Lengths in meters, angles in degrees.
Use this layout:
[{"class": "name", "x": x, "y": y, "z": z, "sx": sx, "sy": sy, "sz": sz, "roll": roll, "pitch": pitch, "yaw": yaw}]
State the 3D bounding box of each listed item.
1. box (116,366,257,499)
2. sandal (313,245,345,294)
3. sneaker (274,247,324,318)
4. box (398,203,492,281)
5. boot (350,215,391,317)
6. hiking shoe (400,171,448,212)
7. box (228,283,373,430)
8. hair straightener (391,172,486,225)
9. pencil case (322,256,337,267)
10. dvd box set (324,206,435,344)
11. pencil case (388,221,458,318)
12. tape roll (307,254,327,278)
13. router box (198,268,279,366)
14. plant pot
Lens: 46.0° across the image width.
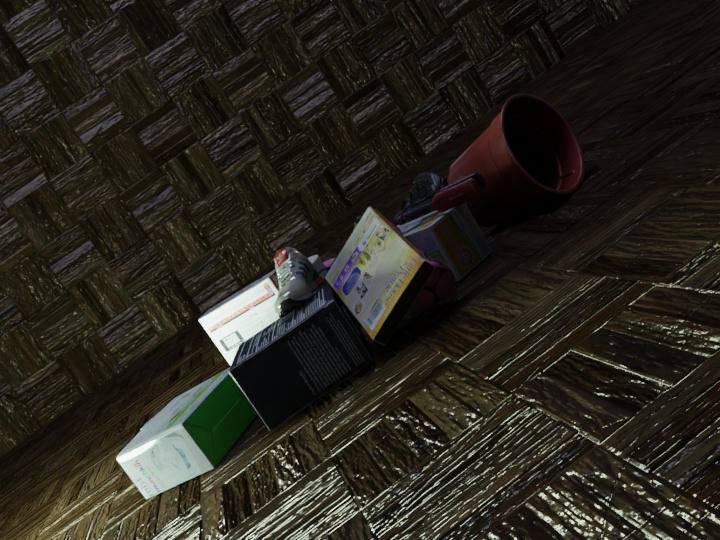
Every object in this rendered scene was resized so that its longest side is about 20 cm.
[{"class": "box", "x": -0.289, "y": 0.272, "z": 1.457, "sx": 0.175, "sy": 0.097, "sz": 0.200, "roll": -30, "pitch": 10, "yaw": 29}, {"class": "sandal", "x": -0.065, "y": 0.022, "z": 1.671, "sx": 0.042, "sy": 0.077, "sz": 0.201, "roll": 15, "pitch": 35, "yaw": 12}, {"class": "sneaker", "x": -0.123, "y": 0.014, "z": 1.448, "sx": 0.070, "sy": 0.094, "sz": 0.200, "roll": -32, "pitch": 6, "yaw": 15}, {"class": "box", "x": 0.121, "y": -0.035, "z": 1.524, "sx": 0.101, "sy": 0.113, "sz": 0.199, "roll": -38, "pitch": 10, "yaw": -33}, {"class": "boot", "x": -0.002, "y": -0.001, "z": 1.661, "sx": 0.072, "sy": 0.203, "sz": 0.182, "roll": 13, "pitch": 13, "yaw": 15}, {"class": "hiking shoe", "x": 0.142, "y": -0.127, "z": 1.603, "sx": 0.099, "sy": 0.077, "sz": 0.200, "roll": 5, "pitch": -18, "yaw": -13}, {"class": "box", "x": -0.095, "y": 0.135, "z": 1.384, "sx": 0.197, "sy": 0.124, "sz": 0.200, "roll": -33, "pitch": 7, "yaw": 1}, {"class": "hair straightener", "x": 0.132, "y": -0.115, "z": 1.468, "sx": 0.199, "sy": 0.041, "sz": 0.077, "roll": -29, "pitch": 10, "yaw": 34}, {"class": "pencil case", "x": -0.007, "y": -0.013, "z": 1.811, "sx": 0.086, "sy": 0.084, "sz": 0.199, "roll": 16, "pitch": -30, "yaw": -38}, {"class": "dvd box set", "x": 0.026, "y": 0.003, "z": 1.342, "sx": 0.147, "sy": 0.029, "sz": 0.200, "roll": -58, "pitch": 36, "yaw": 12}, {"class": "pencil case", "x": 0.076, "y": -0.010, "z": 1.393, "sx": 0.200, "sy": 0.093, "sz": 0.092, "roll": 47, "pitch": 121, "yaw": 51}, {"class": "tape roll", "x": -0.133, "y": 0.080, "z": 1.761, "sx": 0.202, "sy": 0.140, "sz": 0.203, "roll": -34, "pitch": 8, "yaw": 5}, {"class": "router box", "x": -0.185, "y": 0.118, "z": 1.623, "sx": 0.199, "sy": 0.181, "sz": 0.049, "roll": -28, "pitch": 11, "yaw": 29}, {"class": "plant pot", "x": 0.275, "y": -0.190, "z": 1.578, "sx": 0.201, "sy": 0.201, "sz": 0.195, "roll": -42, "pitch": 4, "yaw": -41}]
